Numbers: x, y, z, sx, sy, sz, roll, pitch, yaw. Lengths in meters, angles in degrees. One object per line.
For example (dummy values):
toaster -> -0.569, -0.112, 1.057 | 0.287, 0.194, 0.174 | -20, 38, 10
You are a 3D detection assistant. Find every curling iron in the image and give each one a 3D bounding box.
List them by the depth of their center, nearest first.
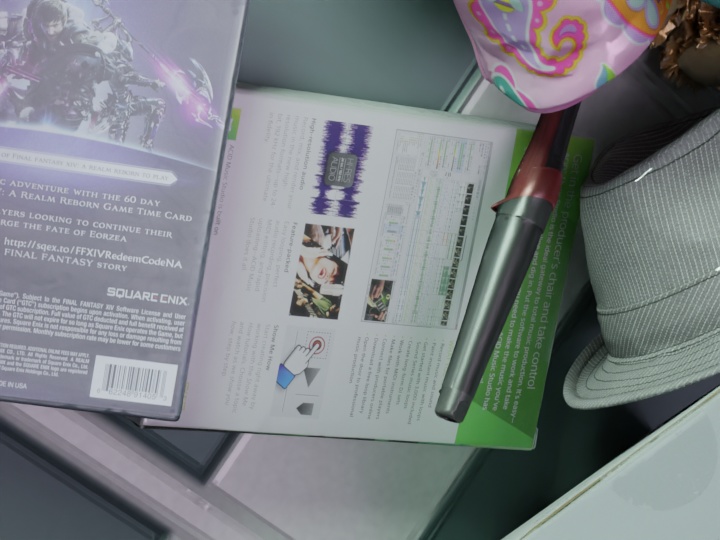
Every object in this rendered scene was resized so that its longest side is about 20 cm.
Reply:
curling iron -> 0.062, -0.034, 1.044 | 0.049, 0.026, 0.201 | 18, 82, -21

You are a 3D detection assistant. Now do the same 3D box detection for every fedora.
fedora -> 0.158, -0.027, 1.072 | 0.199, 0.177, 0.091 | -30, 97, -30

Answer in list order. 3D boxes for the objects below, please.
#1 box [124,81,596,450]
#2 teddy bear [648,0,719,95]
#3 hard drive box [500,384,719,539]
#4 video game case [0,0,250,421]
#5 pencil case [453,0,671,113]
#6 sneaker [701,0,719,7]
box -> 0.000, 0.000, 1.058 | 0.199, 0.036, 0.145 | 6, 100, -30
teddy bear -> 0.173, -0.175, 1.098 | 0.144, 0.067, 0.201 | 9, 106, -25
hard drive box -> 0.119, 0.119, 1.057 | 0.155, 0.200, 0.077 | -34, 83, -17
video game case -> -0.123, -0.047, 0.963 | 0.142, 0.019, 0.202 | 8, 99, -16
pencil case -> 0.043, -0.160, 0.962 | 0.087, 0.087, 0.200 | -42, 116, -13
sneaker -> 0.091, -0.179, 0.904 | 0.201, 0.071, 0.080 | 59, 31, -5
